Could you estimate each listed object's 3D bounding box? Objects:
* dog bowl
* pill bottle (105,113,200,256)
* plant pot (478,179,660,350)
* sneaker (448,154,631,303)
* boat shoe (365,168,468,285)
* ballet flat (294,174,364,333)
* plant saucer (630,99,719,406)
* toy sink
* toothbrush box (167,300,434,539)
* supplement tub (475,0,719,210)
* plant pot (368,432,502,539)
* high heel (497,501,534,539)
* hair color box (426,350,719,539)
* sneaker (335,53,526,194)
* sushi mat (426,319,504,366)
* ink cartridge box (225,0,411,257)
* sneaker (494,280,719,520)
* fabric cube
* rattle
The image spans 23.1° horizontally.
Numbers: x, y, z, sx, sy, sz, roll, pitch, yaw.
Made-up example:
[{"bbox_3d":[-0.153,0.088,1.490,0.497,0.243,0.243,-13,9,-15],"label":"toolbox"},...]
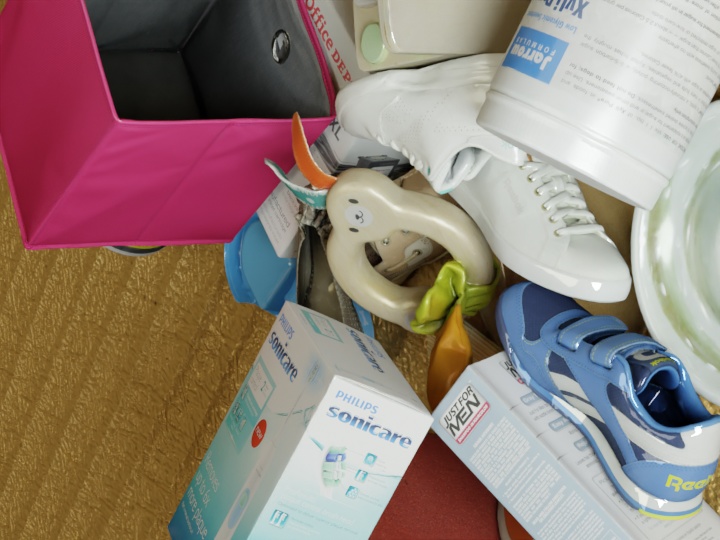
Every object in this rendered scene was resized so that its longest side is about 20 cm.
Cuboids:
[{"bbox_3d":[-0.052,0.022,1.530,0.112,0.049,0.201,-54,52,40],"label":"dog bowl"},{"bbox_3d":[-0.185,-0.110,1.641,0.200,0.111,0.113,-49,56,43],"label":"pill bottle"},{"bbox_3d":[0.151,-0.015,1.277,0.199,0.027,0.202,9,102,52],"label":"plant pot"},{"bbox_3d":[0.122,-0.055,1.228,0.200,0.072,0.085,46,130,42],"label":"sneaker"},{"bbox_3d":[0.031,-0.033,1.401,0.200,0.064,0.072,-45,59,44],"label":"boat shoe"},{"bbox_3d":[-0.030,0.020,1.406,0.067,0.046,0.201,19,122,30],"label":"ballet flat"},{"bbox_3d":[0.258,-0.010,1.116,0.200,0.050,0.202,6,98,53],"label":"plant saucer"},{"bbox_3d":[0.061,-0.208,1.233,0.112,0.199,0.131,-3,92,52],"label":"toy sink"},{"bbox_3d":[-0.047,0.145,1.247,0.201,0.085,0.146,-61,23,11],"label":"toothbrush box"},{"bbox_3d":[0.171,-0.154,1.104,0.132,0.132,0.201,30,94,47],"label":"supplement tub"},{"bbox_3d":[0.025,0.229,1.347,0.200,0.199,0.177,-43,46,45],"label":"plant pot"},{"bbox_3d":[0.167,0.220,1.262,0.067,0.096,0.200,-47,34,11],"label":"high heel"},{"bbox_3d":[0.150,0.141,1.187,0.200,0.099,0.061,47,123,18],"label":"hair color box"},{"bbox_3d":[0.048,-0.097,1.244,0.200,0.075,0.089,-5,88,56],"label":"sneaker"},{"bbox_3d":[0.112,0.102,1.329,0.200,0.012,0.096,38,144,45],"label":"sushi mat"},{"bbox_3d":[-0.022,-0.129,1.445,0.200,0.083,0.146,-56,50,41],"label":"ink cartridge box"},{"bbox_3d":[0.167,0.067,1.156,0.200,0.074,0.083,48,139,30],"label":"sneaker"},{"bbox_3d":[-0.166,-0.149,1.407,0.199,0.199,0.197,-46,56,48],"label":"fabric cube"},{"bbox_3d":[0.000,0.000,1.270,0.130,0.200,0.143,-11,44,50],"label":"rattle"}]
